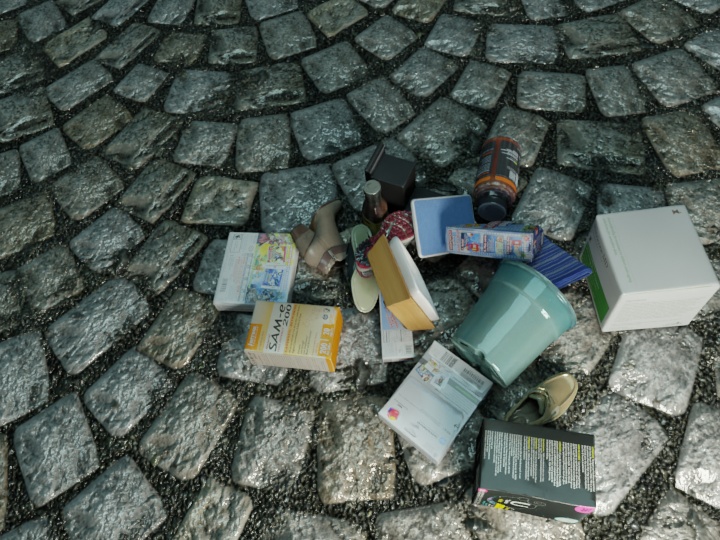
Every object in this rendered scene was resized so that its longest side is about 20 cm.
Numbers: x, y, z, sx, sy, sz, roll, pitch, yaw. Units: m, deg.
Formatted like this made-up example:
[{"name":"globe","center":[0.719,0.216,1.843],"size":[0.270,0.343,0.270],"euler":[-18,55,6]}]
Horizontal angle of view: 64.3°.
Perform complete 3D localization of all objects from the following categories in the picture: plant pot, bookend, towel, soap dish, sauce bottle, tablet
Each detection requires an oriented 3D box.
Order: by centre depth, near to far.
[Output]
[{"name":"plant pot","center":[0.303,0.119,1.180],"size":[0.199,0.201,0.196],"euler":[39,78,25]},{"name":"soap dish","center":[0.091,0.034,1.220],"size":[0.080,0.200,0.160],"euler":[-26,61,10]},{"name":"towel","center":[0.403,-0.020,1.291],"size":[0.142,0.024,0.201],"euler":[-22,35,-11]},{"name":"tablet","center":[0.197,-0.105,1.326],"size":[0.197,0.014,0.134],"euler":[-10,91,-37]},{"name":"sauce bottle","center":[0.035,-0.133,1.342],"size":[0.064,0.202,0.067],"euler":[-3,56,5]},{"name":"bookend","center":[0.120,-0.179,1.360],"size":[0.195,0.201,0.093],"euler":[19,63,18]}]

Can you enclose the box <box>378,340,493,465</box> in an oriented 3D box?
[{"name":"box","center":[0.156,0.269,1.184],"size":[0.155,0.041,0.200],"euler":[33,67,23]}]

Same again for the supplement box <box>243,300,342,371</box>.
[{"name":"supplement box","center":[-0.146,0.144,1.272],"size":[0.195,0.074,0.129],"euler":[3,59,9]}]

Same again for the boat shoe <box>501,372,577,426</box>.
[{"name":"boat shoe","center":[0.361,0.269,1.147],"size":[0.198,0.065,0.073],"euler":[-32,61,-12]}]

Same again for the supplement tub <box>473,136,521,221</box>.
[{"name":"supplement tub","center":[0.337,-0.224,1.417],"size":[0.104,0.108,0.204],"euler":[10,61,12]}]

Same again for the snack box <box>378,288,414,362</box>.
[{"name":"snack box","center":[0.079,0.107,1.297],"size":[0.070,0.024,0.204],"euler":[-4,59,3]}]

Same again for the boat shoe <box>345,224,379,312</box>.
[{"name":"boat shoe","center":[-0.002,0.000,1.344],"size":[0.073,0.066,0.205],"euler":[-5,80,-22]}]

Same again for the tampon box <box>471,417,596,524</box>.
[{"name":"tampon box","center":[0.311,0.367,1.045],"size":[0.195,0.151,0.129],"euler":[7,59,10]}]

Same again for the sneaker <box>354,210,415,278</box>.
[{"name":"sneaker","center":[0.062,-0.063,1.304],"size":[0.199,0.075,0.081],"euler":[-37,66,-20]}]

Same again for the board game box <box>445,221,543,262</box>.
[{"name":"board game box","center":[0.298,-0.074,1.279],"size":[0.195,0.063,0.199],"euler":[4,14,24]}]

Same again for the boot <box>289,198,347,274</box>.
[{"name":"boot","center":[-0.073,-0.079,1.405],"size":[0.146,0.071,0.199],"euler":[43,57,12]}]

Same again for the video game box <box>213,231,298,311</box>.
[{"name":"video game box","center":[-0.246,0.002,1.384],"size":[0.177,0.047,0.204],"euler":[1,60,9]}]

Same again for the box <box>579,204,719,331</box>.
[{"name":"box","center":[0.601,-0.001,1.217],"size":[0.195,0.173,0.203],"euler":[-6,58,3]}]
